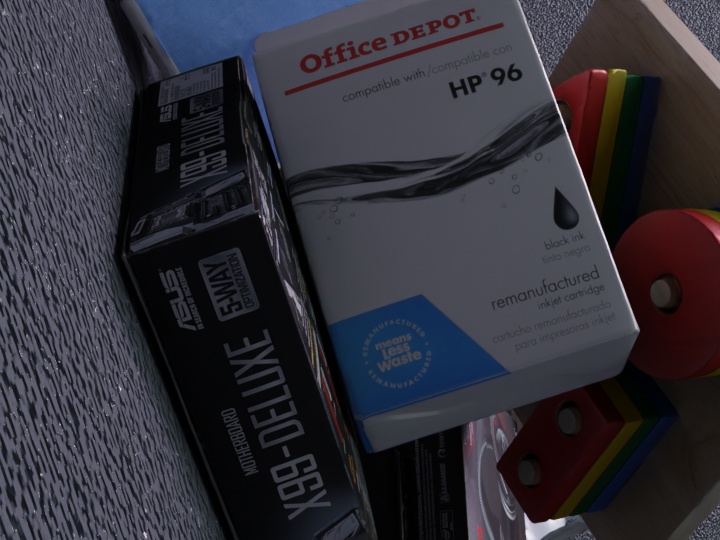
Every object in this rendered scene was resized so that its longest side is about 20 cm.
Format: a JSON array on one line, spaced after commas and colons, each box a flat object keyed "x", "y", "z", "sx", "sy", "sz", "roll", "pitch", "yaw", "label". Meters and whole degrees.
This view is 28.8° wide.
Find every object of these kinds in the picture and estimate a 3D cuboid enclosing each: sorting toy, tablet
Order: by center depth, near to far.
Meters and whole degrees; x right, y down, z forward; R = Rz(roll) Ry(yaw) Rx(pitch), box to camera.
[{"x": 0.107, "y": 0.004, "z": 0.638, "sx": 0.201, "sy": 0.069, "sz": 0.200, "roll": 59, "pitch": -46, "yaw": 34, "label": "sorting toy"}, {"x": -0.016, "y": -0.147, "z": 0.665, "sx": 0.014, "sy": 0.200, "sz": 0.131, "roll": 8, "pitch": -46, "yaw": 59, "label": "tablet"}]

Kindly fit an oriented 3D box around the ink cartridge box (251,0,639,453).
[{"x": 0.026, "y": -0.042, "z": 0.581, "sx": 0.068, "sy": 0.115, "sz": 0.202, "roll": 75, "pitch": -2, "yaw": -71, "label": "ink cartridge box"}]

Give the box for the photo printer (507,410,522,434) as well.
[{"x": 0.101, "y": 0.002, "z": 0.926, "sx": 0.167, "sy": 0.069, "sz": 0.202, "roll": -118, "pitch": -162, "yaw": -71, "label": "photo printer"}]

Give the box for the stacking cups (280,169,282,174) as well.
[{"x": -0.042, "y": -0.014, "z": 0.886, "sx": 0.061, "sy": 0.060, "sz": 0.201, "roll": -107, "pitch": 179, "yaw": -46, "label": "stacking cups"}]

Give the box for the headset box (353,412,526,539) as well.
[{"x": 0.040, "y": 0.141, "z": 0.770, "sx": 0.200, "sy": 0.076, "sz": 0.151, "roll": 48, "pitch": 37, "yaw": -67, "label": "headset box"}]

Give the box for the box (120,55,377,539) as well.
[{"x": -0.042, "y": 0.018, "z": 0.563, "sx": 0.200, "sy": 0.049, "sz": 0.159, "roll": -106, "pitch": 178, "yaw": -65, "label": "box"}]

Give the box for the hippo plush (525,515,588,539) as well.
[{"x": 0.060, "y": 0.180, "z": 1.054, "sx": 0.161, "sy": 0.200, "sz": 0.159, "roll": 53, "pitch": 26, "yaw": 18, "label": "hippo plush"}]
